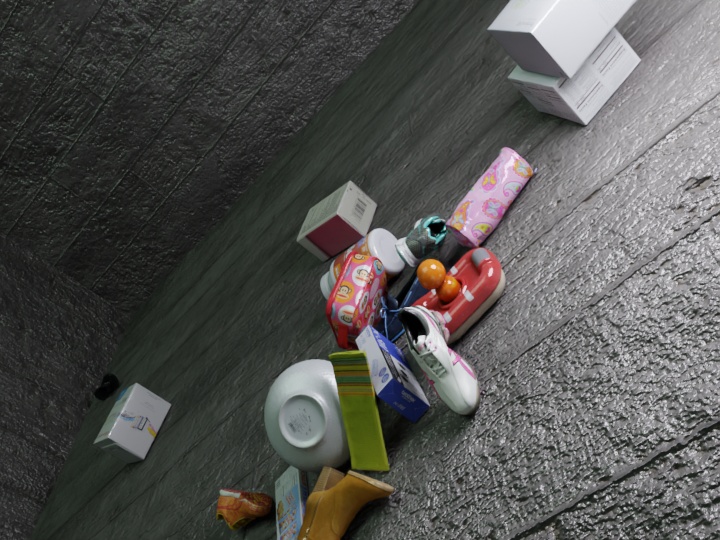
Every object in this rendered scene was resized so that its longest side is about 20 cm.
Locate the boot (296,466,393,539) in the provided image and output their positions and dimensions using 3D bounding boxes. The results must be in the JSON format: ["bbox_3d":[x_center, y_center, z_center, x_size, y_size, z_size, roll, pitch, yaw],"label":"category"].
[{"bbox_3d":[-0.028,0.404,1.127,0.200,0.070,0.147,-14,53,54],"label":"boot"}]

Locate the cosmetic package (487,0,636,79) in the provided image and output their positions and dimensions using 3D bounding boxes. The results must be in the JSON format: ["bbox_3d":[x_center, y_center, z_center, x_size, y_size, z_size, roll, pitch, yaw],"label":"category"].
[{"bbox_3d":[0.365,-0.474,1.261,0.201,0.122,0.200,-51,22,7],"label":"cosmetic package"}]

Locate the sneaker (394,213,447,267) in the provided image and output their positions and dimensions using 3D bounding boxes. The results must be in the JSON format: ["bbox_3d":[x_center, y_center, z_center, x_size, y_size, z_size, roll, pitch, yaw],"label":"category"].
[{"bbox_3d":[0.148,-0.075,1.405,0.091,0.078,0.200,-37,5,34],"label":"sneaker"}]

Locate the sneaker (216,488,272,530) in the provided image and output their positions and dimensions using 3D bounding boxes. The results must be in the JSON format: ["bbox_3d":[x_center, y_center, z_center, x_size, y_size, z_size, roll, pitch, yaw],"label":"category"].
[{"bbox_3d":[-0.234,0.490,1.413,0.199,0.072,0.079,-24,57,56],"label":"sneaker"}]

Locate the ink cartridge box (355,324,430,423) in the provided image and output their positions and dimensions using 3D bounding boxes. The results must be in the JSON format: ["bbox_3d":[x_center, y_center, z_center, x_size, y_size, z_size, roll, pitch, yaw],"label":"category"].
[{"bbox_3d":[0.053,0.180,1.240,0.044,0.094,0.200,-47,23,9],"label":"ink cartridge box"}]

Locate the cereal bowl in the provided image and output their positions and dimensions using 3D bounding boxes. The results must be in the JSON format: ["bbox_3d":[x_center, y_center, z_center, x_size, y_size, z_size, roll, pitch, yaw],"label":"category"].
[{"bbox_3d":[-0.089,0.265,1.251,0.201,0.200,0.083,-48,-14,9],"label":"cereal bowl"}]

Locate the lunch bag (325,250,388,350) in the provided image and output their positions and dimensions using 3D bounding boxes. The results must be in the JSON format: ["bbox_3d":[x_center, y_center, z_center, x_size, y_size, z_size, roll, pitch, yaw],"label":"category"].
[{"bbox_3d":[-0.007,0.079,1.404,0.201,0.080,0.179,75,-146,-60],"label":"lunch bag"}]

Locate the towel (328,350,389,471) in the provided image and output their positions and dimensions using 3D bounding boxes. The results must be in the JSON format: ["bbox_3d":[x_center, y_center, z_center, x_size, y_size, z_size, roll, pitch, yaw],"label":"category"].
[{"bbox_3d":[-0.003,0.238,1.173,0.018,0.205,0.085,-11,0,-45],"label":"towel"}]

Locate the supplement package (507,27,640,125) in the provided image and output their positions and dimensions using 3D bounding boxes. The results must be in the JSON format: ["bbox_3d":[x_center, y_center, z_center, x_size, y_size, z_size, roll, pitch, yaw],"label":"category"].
[{"bbox_3d":[0.411,-0.394,1.356,0.156,0.110,0.200,-50,23,7],"label":"supplement package"}]

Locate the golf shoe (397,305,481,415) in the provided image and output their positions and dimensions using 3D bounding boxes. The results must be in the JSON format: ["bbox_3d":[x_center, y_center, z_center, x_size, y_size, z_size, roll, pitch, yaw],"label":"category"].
[{"bbox_3d":[0.118,0.143,1.104,0.073,0.091,0.202,-48,50,24],"label":"golf shoe"}]

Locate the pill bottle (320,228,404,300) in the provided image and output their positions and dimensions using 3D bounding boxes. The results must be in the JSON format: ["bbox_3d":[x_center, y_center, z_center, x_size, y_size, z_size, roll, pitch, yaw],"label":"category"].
[{"bbox_3d":[0.000,0.000,1.587,0.199,0.112,0.113,-36,27,36],"label":"pill bottle"}]

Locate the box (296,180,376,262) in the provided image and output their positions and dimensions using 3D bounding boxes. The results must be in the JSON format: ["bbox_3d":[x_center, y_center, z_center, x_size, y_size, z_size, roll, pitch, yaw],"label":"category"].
[{"bbox_3d":[-0.066,-0.132,1.917,0.199,0.108,0.130,-28,32,46],"label":"box"}]

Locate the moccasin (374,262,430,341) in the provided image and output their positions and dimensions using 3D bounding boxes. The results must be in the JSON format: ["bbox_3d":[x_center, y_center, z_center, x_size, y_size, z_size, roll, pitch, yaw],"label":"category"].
[{"bbox_3d":[0.078,0.065,1.394,0.201,0.068,0.081,-51,22,6],"label":"moccasin"}]

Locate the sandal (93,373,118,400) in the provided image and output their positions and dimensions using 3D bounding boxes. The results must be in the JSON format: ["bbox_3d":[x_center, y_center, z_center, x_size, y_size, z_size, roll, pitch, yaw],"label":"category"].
[{"bbox_3d":[-1.145,0.535,3.119,0.201,0.075,0.048,-49,14,35],"label":"sandal"}]

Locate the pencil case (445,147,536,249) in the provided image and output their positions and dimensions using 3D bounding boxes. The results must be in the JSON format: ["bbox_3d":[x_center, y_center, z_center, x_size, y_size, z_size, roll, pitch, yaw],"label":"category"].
[{"bbox_3d":[0.250,-0.138,1.341,0.201,0.087,0.087,-53,22,-3],"label":"pencil case"}]

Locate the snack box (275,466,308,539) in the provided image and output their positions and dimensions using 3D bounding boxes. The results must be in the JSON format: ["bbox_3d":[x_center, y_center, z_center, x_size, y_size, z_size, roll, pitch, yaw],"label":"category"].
[{"bbox_3d":[-0.128,0.447,1.296,0.072,0.024,0.201,-47,23,13],"label":"snack box"}]

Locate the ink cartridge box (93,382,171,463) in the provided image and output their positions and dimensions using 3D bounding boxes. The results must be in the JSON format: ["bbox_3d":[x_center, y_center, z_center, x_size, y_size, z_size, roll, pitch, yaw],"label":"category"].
[{"bbox_3d":[-0.748,0.505,2.277,0.146,0.144,0.203,-27,33,47],"label":"ink cartridge box"}]

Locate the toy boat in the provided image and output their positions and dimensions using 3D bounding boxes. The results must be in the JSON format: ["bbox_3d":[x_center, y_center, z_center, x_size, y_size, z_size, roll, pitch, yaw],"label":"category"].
[{"bbox_3d":[0.149,0.032,1.220,0.200,0.130,0.131,-47,22,12],"label":"toy boat"}]
